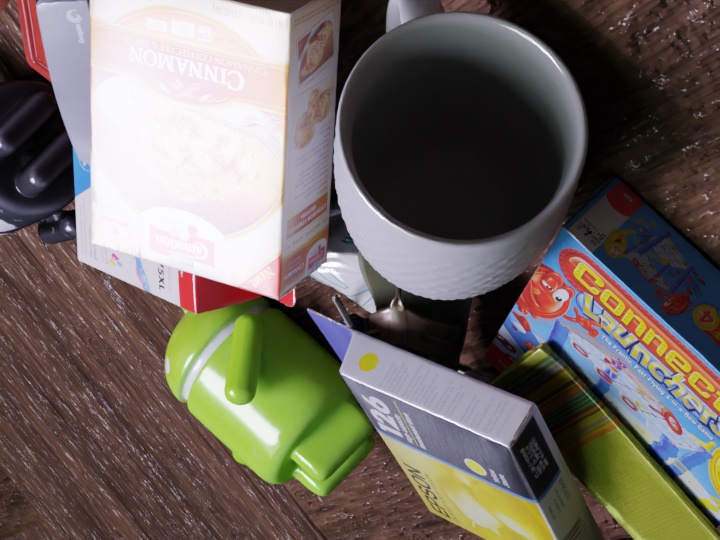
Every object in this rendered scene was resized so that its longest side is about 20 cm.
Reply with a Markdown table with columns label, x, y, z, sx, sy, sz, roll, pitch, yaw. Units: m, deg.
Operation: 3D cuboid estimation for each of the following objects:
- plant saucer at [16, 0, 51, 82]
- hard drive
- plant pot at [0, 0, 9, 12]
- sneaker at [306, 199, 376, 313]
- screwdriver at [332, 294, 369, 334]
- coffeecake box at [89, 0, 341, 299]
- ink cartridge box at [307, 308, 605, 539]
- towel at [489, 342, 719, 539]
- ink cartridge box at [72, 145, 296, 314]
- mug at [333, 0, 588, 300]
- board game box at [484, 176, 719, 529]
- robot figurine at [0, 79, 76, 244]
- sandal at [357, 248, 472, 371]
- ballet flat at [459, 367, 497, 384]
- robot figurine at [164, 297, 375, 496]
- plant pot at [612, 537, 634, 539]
| label | x | y | z | sx | sy | sz | roll | pitch | yaw |
| --- | --- | --- | --- | --- | --- | --- | --- | --- | --- |
| plant saucer | -0.210 | -0.187 | 1.569 | 0.199 | 0.037 | 0.200 | 37 | 151 | 23 |
| hard drive | -0.201 | -0.171 | 1.391 | 0.200 | 0.042 | 0.135 | 86 | 172 | -59 |
| plant pot | -0.358 | -0.282 | 1.541 | 0.187 | 0.187 | 0.200 | 24 | 158 | 39 |
| sneaker | 0.000 | 0.000 | 1.460 | 0.200 | 0.070 | 0.080 | 14 | 139 | 48 |
| screwdriver | -0.013 | 0.038 | 1.492 | 0.029 | 0.028 | 0.200 | -4 | 169 | 9 |
| coffeecake box | -0.099 | -0.100 | 1.309 | 0.153 | 0.073 | 0.201 | 15 | 119 | 23 |
| ink cartridge box | 0.061 | 0.125 | 1.379 | 0.200 | 0.047 | 0.198 | 20 | 155 | 35 |
| towel | 0.170 | 0.135 | 1.313 | 0.200 | 0.018 | 0.086 | 47 | 154 | 3 |
| ink cartridge box | -0.134 | -0.043 | 1.482 | 0.200 | 0.067 | 0.117 | 21 | 118 | 45 |
| mug | 0.051 | -0.081 | 1.219 | 0.175 | 0.147 | 0.201 | 95 | 162 | -73 |
| board game box | 0.191 | 0.066 | 1.275 | 0.200 | 0.056 | 0.196 | 43 | 153 | 11 |
| robot figurine | -0.313 | -0.096 | 1.736 | 0.200 | 0.124 | 0.151 | -15 | 81 | 60 |
| sandal | 0.040 | 0.042 | 1.375 | 0.080 | 0.057 | 0.201 | 4 | 139 | 9 |
| ballet flat | 0.070 | 0.097 | 1.485 | 0.200 | 0.069 | 0.070 | 20 | 141 | 43 |
| robot figurine | -0.081 | 0.098 | 1.653 | 0.200 | 0.116 | 0.176 | 41 | 164 | 16 |
| plant pot | 0.173 | 0.292 | 1.477 | 0.201 | 0.200 | 0.184 | 47 | 141 | 3 |
